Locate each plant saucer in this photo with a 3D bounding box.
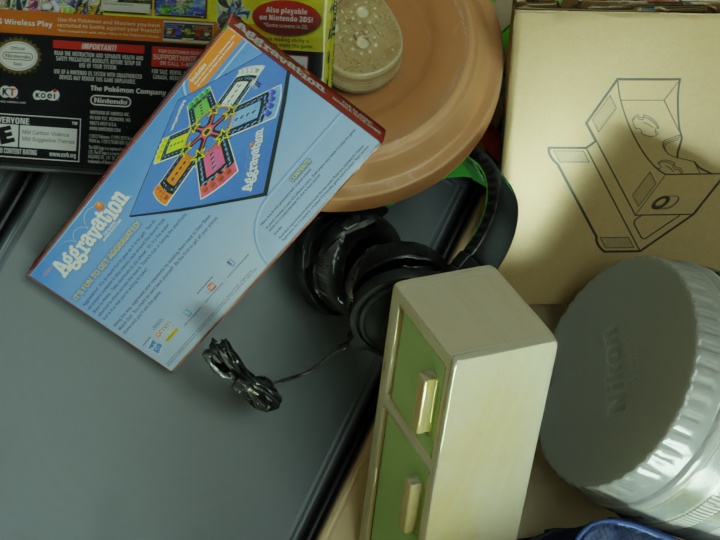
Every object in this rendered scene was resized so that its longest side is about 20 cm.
[{"bbox_3d":[-0.015,-0.130,0.939,0.199,0.032,0.201,0,65,-1],"label":"plant saucer"}]

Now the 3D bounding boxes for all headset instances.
[{"bbox_3d":[0.000,0.000,0.924,0.200,0.123,0.094,-48,128,-4],"label":"headset"}]

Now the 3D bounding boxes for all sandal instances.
[{"bbox_3d":[-0.048,-0.197,0.911,0.078,0.070,0.212,-36,71,-17],"label":"sandal"}]

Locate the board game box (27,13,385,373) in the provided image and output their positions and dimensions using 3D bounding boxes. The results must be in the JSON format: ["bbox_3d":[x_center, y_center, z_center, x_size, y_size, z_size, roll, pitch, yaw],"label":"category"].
[{"bbox_3d":[-0.087,-0.036,0.873,0.103,0.200,0.019,35,30,-16],"label":"board game box"}]

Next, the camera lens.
[{"bbox_3d":[0.228,0.091,0.978,0.200,0.160,0.161,22,75,-28],"label":"camera lens"}]

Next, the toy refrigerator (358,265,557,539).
[{"bbox_3d":[0.048,0.104,0.898,0.070,0.076,0.201,-9,128,-24],"label":"toy refrigerator"}]

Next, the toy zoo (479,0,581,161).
[{"bbox_3d":[0.136,-0.108,0.999,0.200,0.131,0.020,47,25,-7],"label":"toy zoo"}]

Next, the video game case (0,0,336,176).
[{"bbox_3d":[-0.113,-0.141,0.880,0.199,0.026,0.181,4,97,5],"label":"video game case"}]

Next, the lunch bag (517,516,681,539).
[{"bbox_3d":[0.174,0.236,0.964,0.199,0.132,0.136,22,72,-13],"label":"lunch bag"}]

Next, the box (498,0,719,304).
[{"bbox_3d":[0.165,-0.068,0.971,0.163,0.021,0.201,0,121,-3],"label":"box"}]
